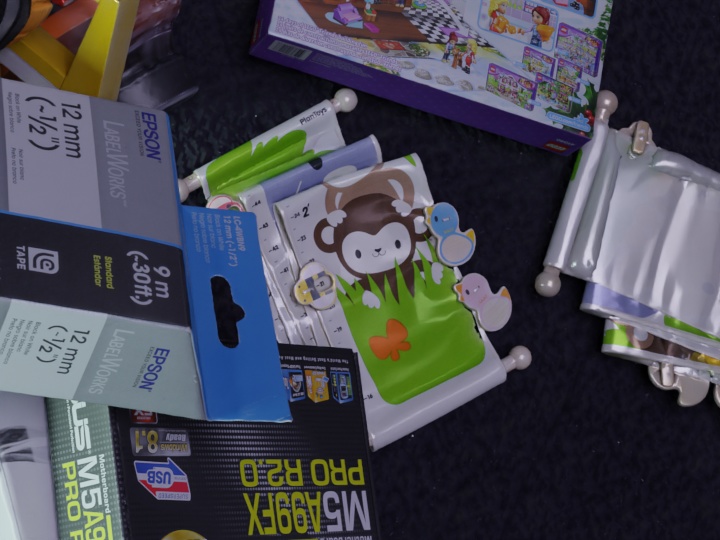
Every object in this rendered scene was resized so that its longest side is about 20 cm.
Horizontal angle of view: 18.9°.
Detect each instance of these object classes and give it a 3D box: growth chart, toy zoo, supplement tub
[{"bbox_3d":[0.196,0.004,1.262,0.199,0.018,0.146,28,76,-14],"label":"growth chart"},{"bbox_3d":[-0.186,-0.127,1.068,0.200,0.132,0.020,39,37,11],"label":"toy zoo"},{"bbox_3d":[-0.163,-0.162,1.118,0.107,0.107,0.201,-31,95,-19],"label":"supplement tub"},{"bbox_3d":[0.000,0.000,1.203,0.144,0.018,0.201,-35,97,-20],"label":"growth chart"}]

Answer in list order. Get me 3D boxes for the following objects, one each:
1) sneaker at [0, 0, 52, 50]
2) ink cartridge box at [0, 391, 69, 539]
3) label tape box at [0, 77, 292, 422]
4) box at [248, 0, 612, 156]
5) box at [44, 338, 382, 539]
[{"bbox_3d":[-0.229,-0.100,1.046,0.078,0.200,0.077,50,40,0],"label":"sneaker"},{"bbox_3d":[-0.154,0.085,1.072,0.146,0.085,0.202,-13,89,-54],"label":"ink cartridge box"},{"bbox_3d":[-0.124,-0.012,0.985,0.198,0.066,0.144,9,44,-20],"label":"label tape box"},{"bbox_3d":[0.046,-0.159,1.218,0.199,0.039,0.138,17,72,-17],"label":"box"},{"bbox_3d":[-0.066,0.116,1.070,0.199,0.044,0.162,8,71,-52],"label":"box"}]
